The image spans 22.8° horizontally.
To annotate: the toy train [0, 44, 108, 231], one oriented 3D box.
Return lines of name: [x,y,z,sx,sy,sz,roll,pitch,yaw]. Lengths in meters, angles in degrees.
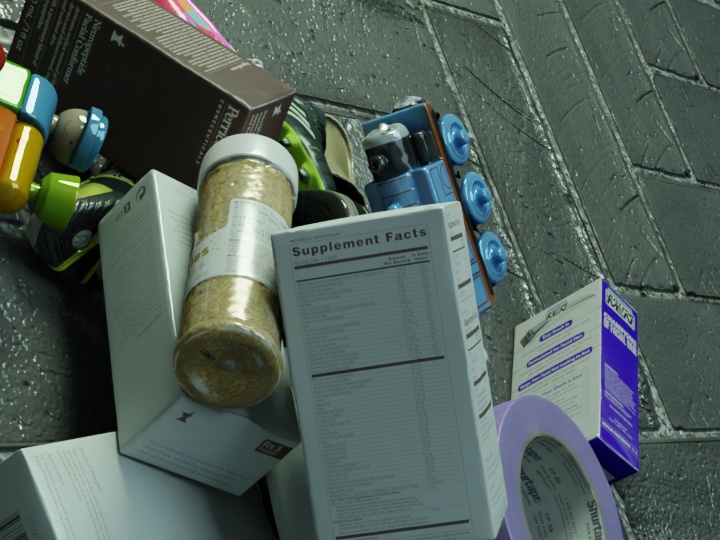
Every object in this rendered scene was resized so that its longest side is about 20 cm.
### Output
toy train: [-0.236,-0.056,1.173,0.115,0.085,0.201,22,43,-17]

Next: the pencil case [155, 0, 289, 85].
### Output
pencil case: [-0.151,-0.178,1.383,0.200,0.089,0.088,44,31,9]

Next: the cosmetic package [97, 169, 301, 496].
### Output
cosmetic package: [-0.110,0.039,1.182,0.101,0.074,0.201,26,37,-34]

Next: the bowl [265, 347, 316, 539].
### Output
bowl: [-0.009,0.140,1.259,0.201,0.089,0.203,-11,90,-85]

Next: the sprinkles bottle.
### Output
sprinkles bottle: [-0.077,-0.004,1.134,0.068,0.068,0.201,40,30,-27]

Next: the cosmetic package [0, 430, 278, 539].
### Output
cosmetic package: [-0.150,0.165,1.138,0.199,0.081,0.114,-1,63,-56]

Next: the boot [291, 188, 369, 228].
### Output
boot: [0.000,-0.001,1.283,0.152,0.203,0.074,6,71,-27]

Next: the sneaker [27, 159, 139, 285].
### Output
sneaker: [-0.176,-0.045,1.309,0.076,0.076,0.199,37,26,23]

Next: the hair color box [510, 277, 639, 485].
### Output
hair color box: [0.195,0.114,1.630,0.065,0.109,0.201,39,37,-27]

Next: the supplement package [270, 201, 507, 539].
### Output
supplement package: [0.021,0.065,1.111,0.110,0.112,0.202,-21,103,-81]

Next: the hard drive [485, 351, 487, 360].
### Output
hard drive: [0.039,0.084,1.519,0.132,0.027,0.200,50,32,-13]

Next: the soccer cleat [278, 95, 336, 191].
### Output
soccer cleat: [-0.054,-0.104,1.453,0.080,0.068,0.200,1,35,-31]

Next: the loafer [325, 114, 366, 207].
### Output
loafer: [-0.029,-0.063,1.511,0.076,0.067,0.201,37,38,-30]

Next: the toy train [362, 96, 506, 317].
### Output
toy train: [0.059,-0.047,1.525,0.114,0.086,0.202,-29,103,-57]

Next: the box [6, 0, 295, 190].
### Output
box: [-0.156,-0.131,1.288,0.199,0.101,0.075,32,28,14]

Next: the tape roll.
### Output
tape roll: [0.132,0.210,1.461,0.200,0.084,0.202,35,44,-42]

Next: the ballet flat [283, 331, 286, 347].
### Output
ballet flat: [-0.042,0.035,1.398,0.075,0.068,0.201,-25,80,-22]
